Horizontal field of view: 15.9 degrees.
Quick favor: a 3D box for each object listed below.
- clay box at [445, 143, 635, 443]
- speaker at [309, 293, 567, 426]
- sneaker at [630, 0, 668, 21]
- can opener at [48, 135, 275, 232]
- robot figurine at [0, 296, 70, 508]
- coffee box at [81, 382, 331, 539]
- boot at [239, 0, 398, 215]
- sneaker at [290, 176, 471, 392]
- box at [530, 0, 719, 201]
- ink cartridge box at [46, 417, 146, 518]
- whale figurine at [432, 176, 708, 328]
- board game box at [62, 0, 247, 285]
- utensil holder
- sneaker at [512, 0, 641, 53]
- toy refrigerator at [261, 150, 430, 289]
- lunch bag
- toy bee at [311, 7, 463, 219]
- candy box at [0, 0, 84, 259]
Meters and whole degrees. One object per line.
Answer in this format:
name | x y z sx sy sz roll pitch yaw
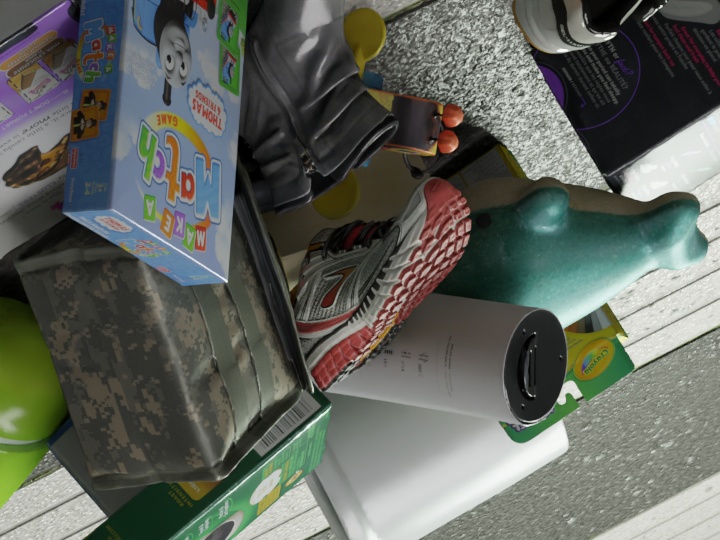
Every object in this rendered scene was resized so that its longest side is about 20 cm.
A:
clay box | 0.114 0.020 1.934 0.115 0.201 0.048 -34 167 12
speaker | 0.042 0.055 1.779 0.199 0.082 0.081 7 178 38
sneaker | 0.132 -0.198 1.679 0.199 0.088 0.074 -5 155 -41
can opener | -0.117 -0.051 1.728 0.199 0.063 0.079 -14 131 -25
robot figurine | -0.270 0.100 1.788 0.175 0.116 0.200 7 138 -36
coffee box | -0.107 0.157 1.740 0.200 0.044 0.123 -40 165 -18
boot | -0.015 -0.136 1.588 0.070 0.132 0.200 -21 159 -49
sneaker | 0.000 0.000 1.679 0.078 0.082 0.200 -32 168 -44
box | 0.243 -0.147 1.854 0.199 0.123 0.106 -32 154 7
ink cartridge box | -0.127 0.117 1.834 0.145 0.085 0.200 -44 165 -4
whale figurine | 0.146 -0.003 1.818 0.199 0.104 0.159 -6 148 10
board game box | -0.115 -0.108 1.484 0.036 0.201 0.151 -2 164 22
utensil holder | 0.047 0.126 2.105 0.199 0.170 0.170 -28 155 -6
sneaker | 0.178 -0.219 1.612 0.075 0.088 0.201 33 81 -23
toy refrigerator | -0.050 -0.031 1.834 0.199 0.070 0.076 -19 160 -20
lunch bag | -0.105 0.023 1.629 0.117 0.165 0.200 -7 -160 29
toy bee | 0.011 -0.108 1.701 0.199 0.132 0.108 -17 -165 -37
candy box | -0.213 -0.100 1.533 0.167 0.072 0.200 -32 154 6
